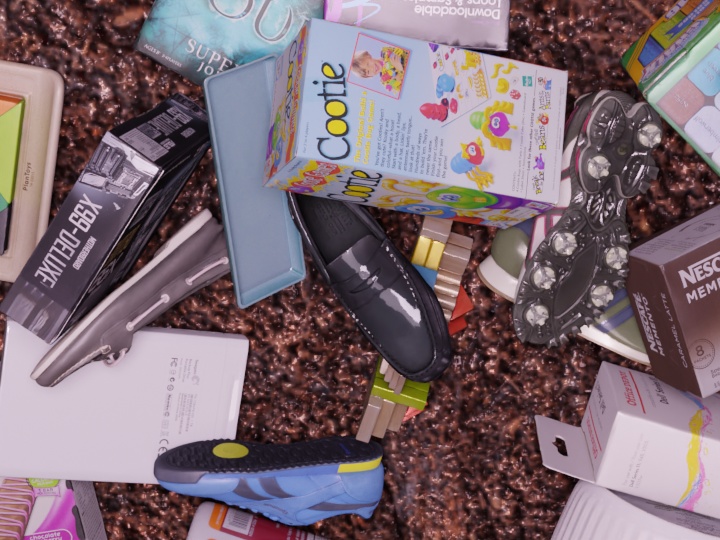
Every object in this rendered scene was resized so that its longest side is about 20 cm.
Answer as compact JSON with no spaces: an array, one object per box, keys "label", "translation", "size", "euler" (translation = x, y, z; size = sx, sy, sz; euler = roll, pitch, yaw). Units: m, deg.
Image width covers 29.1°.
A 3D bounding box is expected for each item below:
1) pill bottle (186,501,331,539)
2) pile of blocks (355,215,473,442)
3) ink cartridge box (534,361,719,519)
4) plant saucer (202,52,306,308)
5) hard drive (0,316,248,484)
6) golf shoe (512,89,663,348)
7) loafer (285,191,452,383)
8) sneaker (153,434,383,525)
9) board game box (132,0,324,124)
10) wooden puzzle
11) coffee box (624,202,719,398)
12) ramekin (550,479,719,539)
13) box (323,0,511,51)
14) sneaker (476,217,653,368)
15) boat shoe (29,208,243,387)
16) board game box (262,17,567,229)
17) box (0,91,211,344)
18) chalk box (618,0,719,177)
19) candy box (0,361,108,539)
[{"label":"pill bottle","translation":[-0.061,0.280,1.194],"size":[0.199,0.113,0.114],"euler":[18,108,-2]},{"label":"pile of blocks","translation":[0.054,0.053,1.131],"size":[0.062,0.082,0.201],"euler":[16,107,-1]},{"label":"ink cartridge box","translation":[0.248,0.136,1.126],"size":[0.199,0.117,0.068],"euler":[15,107,-2]},{"label":"plant saucer","translation":[-0.085,-0.070,1.099],"size":[0.070,0.019,0.201],"euler":[-26,126,-31]},{"label":"hard drive","translation":[-0.200,0.111,1.156],"size":[0.199,0.027,0.133],"euler":[6,102,-19]},{"label":"golf shoe","translation":[0.165,-0.040,1.055],"size":[0.077,0.088,0.201],"euler":[17,102,-20]},{"label":"loafer","translation":[0.000,0.000,1.071],"size":[0.068,0.070,0.201],"euler":[-38,71,18]},{"label":"sneaker","translation":[-0.075,0.185,1.166],"size":[0.199,0.066,0.079],"euler":[1,110,-18]},{"label":"board game box","translation":[-0.061,-0.186,1.092],"size":[0.199,0.028,0.136],"euler":[28,107,-6]},{"label":"wooden puzzle","translation":[-0.349,-0.088,1.137],"size":[0.199,0.037,0.186],"euler":[11,108,0]},{"label":"coffee box","translation":[0.311,0.000,1.067],"size":[0.199,0.080,0.115],"euler":[-24,105,-12]},{"label":"ramekin","translation":[0.249,0.235,1.121],"size":[0.199,0.200,0.106],"euler":[16,99,-1]},{"label":"box","translation":[0.045,-0.268,1.040],"size":[0.142,0.036,0.202],"euler":[3,98,0]},{"label":"sneaker","translation":[0.200,0.007,1.114],"size":[0.199,0.067,0.090],"euler":[25,113,-1]},{"label":"boat shoe","translation":[-0.173,0.032,1.106],"size":[0.057,0.067,0.200],"euler":[48,68,-7]},{"label":"board game box","translation":[0.039,-0.104,1.029],"size":[0.199,0.103,0.106],"euler":[9,78,-17]},{"label":"box","translation":[-0.183,-0.046,1.053],"size":[0.050,0.200,0.158],"euler":[34,106,-3]},{"label":"chalk box","translation":[0.280,-0.136,0.995],"size":[0.125,0.200,0.124],"euler":[43,105,-10]},{"label":"candy box","translation":[-0.308,0.182,1.206],"size":[0.135,0.061,0.201],"euler":[-9,106,6]}]
